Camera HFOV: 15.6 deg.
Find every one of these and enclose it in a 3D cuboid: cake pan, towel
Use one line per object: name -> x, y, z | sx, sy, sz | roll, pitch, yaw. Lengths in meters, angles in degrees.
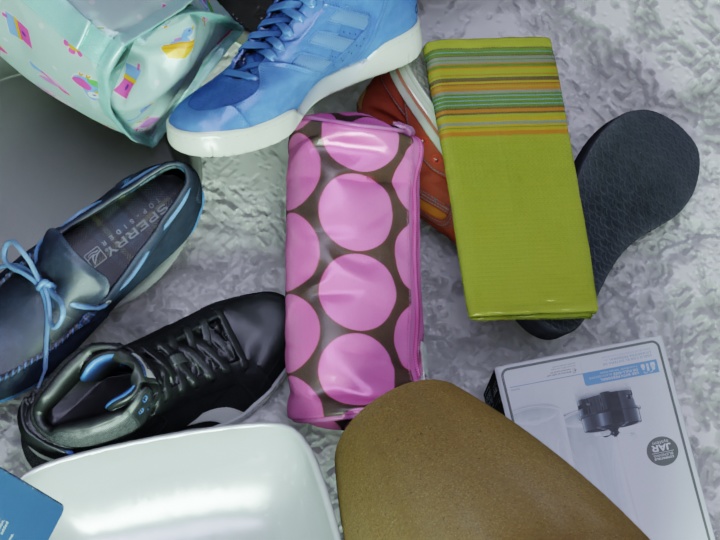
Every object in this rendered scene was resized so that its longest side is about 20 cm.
cake pan -> -0.201, -0.056, 1.687 | 0.198, 0.037, 0.202 | 2, 71, -5
towel -> 0.093, -0.059, 1.653 | 0.085, 0.018, 0.201 | -2, 63, -11

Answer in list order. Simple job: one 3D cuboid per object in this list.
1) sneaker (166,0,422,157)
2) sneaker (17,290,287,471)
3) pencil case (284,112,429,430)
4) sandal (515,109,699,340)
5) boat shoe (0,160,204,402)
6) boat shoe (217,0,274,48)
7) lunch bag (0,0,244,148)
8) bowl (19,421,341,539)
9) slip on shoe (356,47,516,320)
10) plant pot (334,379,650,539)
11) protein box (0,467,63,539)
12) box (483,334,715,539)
sneaker -> -0.046, -0.154, 1.617 | 0.199, 0.112, 0.077 | -29, 35, -30
sneaker -> -0.117, 0.065, 1.614 | 0.199, 0.112, 0.073 | -30, 77, -15
pencil case -> 0.000, 0.000, 1.642 | 0.093, 0.091, 0.202 | -4, 83, 18
sandal -> 0.149, -0.035, 1.697 | 0.076, 0.043, 0.200 | 50, 57, -9
boat shoe -> -0.181, -0.004, 1.614 | 0.084, 0.069, 0.200 | 38, 72, 8
boat shoe -> -0.092, -0.191, 1.732 | 0.201, 0.060, 0.072 | 32, 70, 6
lunch bag -> -0.177, -0.172, 1.595 | 0.170, 0.200, 0.122 | 40, 94, 10
bowl -> -0.104, 0.202, 1.556 | 0.198, 0.075, 0.201 | -11, 60, -3
slip on shoe -> 0.065, -0.048, 1.703 | 0.061, 0.074, 0.201 | -35, 85, 29
plant pot -> 0.067, 0.163, 1.532 | 0.185, 0.187, 0.200 | -23, 50, -13
protein box -> -0.315, 0.165, 1.483 | 0.200, 0.134, 0.200 | 37, 75, -39
box -> 0.156, 0.152, 1.637 | 0.116, 0.060, 0.201 | -9, 72, -8
